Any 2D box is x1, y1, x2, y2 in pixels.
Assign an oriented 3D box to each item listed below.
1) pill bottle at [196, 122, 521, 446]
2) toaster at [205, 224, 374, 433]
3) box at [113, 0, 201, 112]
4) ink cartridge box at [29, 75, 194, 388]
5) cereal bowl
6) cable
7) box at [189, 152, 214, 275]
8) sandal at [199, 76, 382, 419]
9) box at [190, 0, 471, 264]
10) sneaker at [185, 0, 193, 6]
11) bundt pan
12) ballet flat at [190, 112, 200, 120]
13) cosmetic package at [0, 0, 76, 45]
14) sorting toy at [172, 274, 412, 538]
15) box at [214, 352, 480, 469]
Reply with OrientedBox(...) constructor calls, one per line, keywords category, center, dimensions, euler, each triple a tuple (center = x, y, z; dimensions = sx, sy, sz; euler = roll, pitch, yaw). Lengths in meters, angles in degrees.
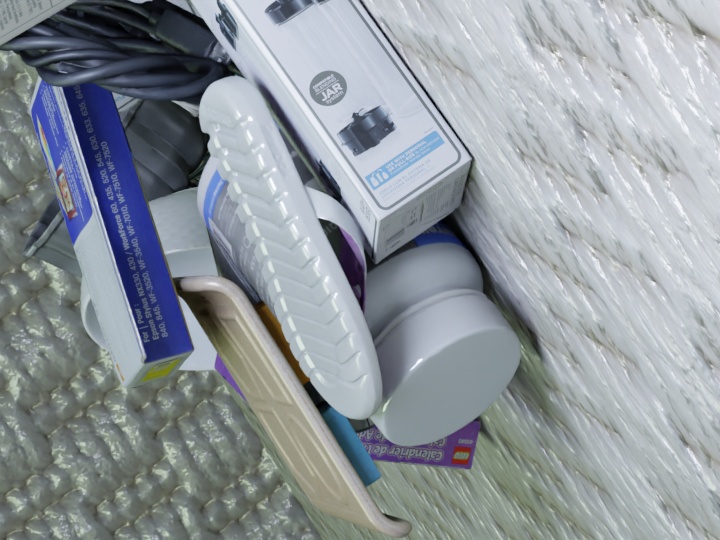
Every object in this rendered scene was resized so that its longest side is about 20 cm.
OrientedBox(category="pill bottle", center=(0.000, 0.000, 1.618), dimensions=(0.200, 0.114, 0.114), euler=(51, 171, 31))
OrientedBox(category="toaster", center=(-0.027, -0.002, 1.797), dimensions=(0.200, 0.113, 0.129), euler=(53, 169, 28))
OrientedBox(category="box", center=(-0.193, -0.206, 1.894), dimensions=(0.060, 0.117, 0.200), euler=(45, 167, 54))
OrientedBox(category="ink cartridge box", center=(-0.152, -0.033, 1.712), dimensions=(0.200, 0.047, 0.198), euler=(145, 108, -76))
OrientedBox(category="cereal bowl", center=(-0.113, -0.004, 2.090), dimensions=(0.200, 0.199, 0.084), euler=(70, -168, -60))
OrientedBox(category="cable", center=(-0.162, -0.135, 1.578), dimensions=(0.200, 0.051, 0.163), euler=(30, -161, 18))
OrientedBox(category="box", center=(-0.092, -0.002, 2.276), dimensions=(0.164, 0.086, 0.200), euler=(57, 172, -14))
OrientedBox(category="sandal", center=(-0.024, -0.016, 1.518), dimensions=(0.082, 0.050, 0.203), euler=(-2, 113, 64))
OrientedBox(category="box", center=(-0.023, -0.110, 1.505), dimensions=(0.200, 0.060, 0.117), euler=(54, 172, 10))
OrientedBox(category="sneaker", center=(-0.125, -0.197, 1.691), dimensions=(0.073, 0.085, 0.200), euler=(52, 173, 12))
OrientedBox(category="bundt pan", center=(-0.181, -0.074, 2.187), dimensions=(0.076, 0.202, 0.202), euler=(35, 176, -10))
OrientedBox(category="ballet flat", center=(-0.083, -0.125, 1.772), dimensions=(0.067, 0.070, 0.200), euler=(57, 173, -9))
OrientedBox(category="cosmetic package", center=(-0.165, -0.197, 1.474), dimensions=(0.073, 0.200, 0.104), euler=(52, 166, 22))
OrientedBox(category="sorting toy", center=(-0.045, 0.078, 1.730), dimensions=(0.200, 0.036, 0.185), euler=(54, 170, -7))
OrientedBox(category="box", center=(-0.013, 0.090, 2.025), dimensions=(0.200, 0.136, 0.039), euler=(-141, 60, -65))
